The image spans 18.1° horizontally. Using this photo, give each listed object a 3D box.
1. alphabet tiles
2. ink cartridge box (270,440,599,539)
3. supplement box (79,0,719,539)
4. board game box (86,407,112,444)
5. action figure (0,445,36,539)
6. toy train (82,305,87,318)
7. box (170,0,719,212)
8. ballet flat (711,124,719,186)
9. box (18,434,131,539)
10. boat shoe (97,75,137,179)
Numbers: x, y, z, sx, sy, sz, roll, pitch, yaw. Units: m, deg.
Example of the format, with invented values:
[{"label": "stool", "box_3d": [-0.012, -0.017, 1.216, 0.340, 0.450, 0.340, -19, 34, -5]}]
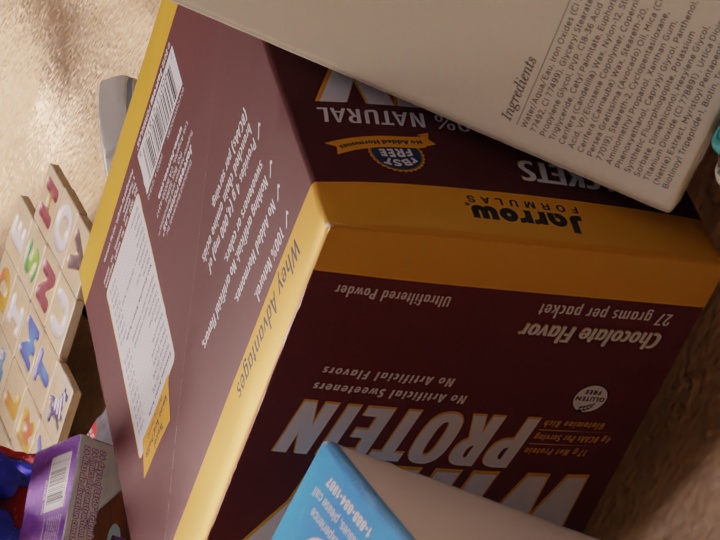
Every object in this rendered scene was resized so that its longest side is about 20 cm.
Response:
[{"label": "alphabet tiles", "box_3d": [-0.176, 0.053, 1.186, 0.167, 0.008, 0.201, 52, 128, 57]}, {"label": "ink cartridge box", "box_3d": [0.025, 0.185, 0.663, 0.200, 0.146, 0.147, -61, 31, 11]}, {"label": "supplement box", "box_3d": [0.000, 0.000, 0.786, 0.200, 0.132, 0.198, -109, 32, -46]}, {"label": "board game box", "box_3d": [-0.116, 0.164, 0.998, 0.200, 0.062, 0.200, -34, 43, 45]}, {"label": "action figure", "box_3d": [-0.166, 0.089, 0.880, 0.099, 0.200, 0.066, 2, 75, 16]}, {"label": "toy train", "box_3d": [-0.082, -0.040, 1.106, 0.200, 0.034, 0.046, -47, 39, 33]}, {"label": "box", "box_3d": [0.023, -0.099, 0.687, 0.068, 0.199, 0.082, -62, -4, -57]}, {"label": "ballet flat", "box_3d": [0.174, -0.081, 0.677, 0.200, 0.062, 0.067, -52, 15, -18]}, {"label": "box", "box_3d": [-0.072, 0.177, 0.840, 0.039, 0.137, 0.201, -23, 51, 49]}, {"label": "boat shoe", "box_3d": [-0.072, -0.014, 1.033, 0.070, 0.071, 0.201, 83, 170, -52]}]
